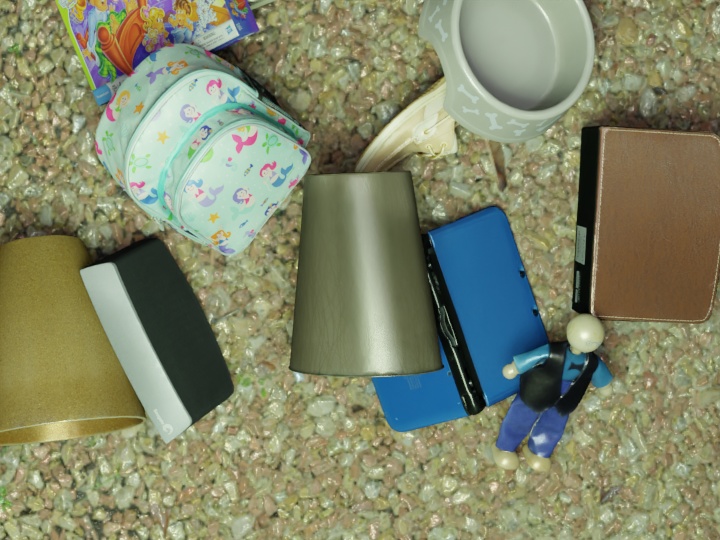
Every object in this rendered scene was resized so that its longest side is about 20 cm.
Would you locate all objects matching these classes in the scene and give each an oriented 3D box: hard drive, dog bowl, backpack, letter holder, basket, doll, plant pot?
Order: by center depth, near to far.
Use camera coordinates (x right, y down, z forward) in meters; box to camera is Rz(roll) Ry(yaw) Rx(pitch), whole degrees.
[{"bbox_3d":[-0.162,-0.124,1.510,0.178,0.151,0.199,-50,134,5],"label":"backpack"},{"bbox_3d":[0.000,0.000,1.529,0.179,0.135,0.203,0,94,40],"label":"basket"},{"bbox_3d":[0.159,-0.239,1.553,0.197,0.059,0.203,4,81,-24],"label":"dog bowl"},{"bbox_3d":[-0.329,0.072,1.565,0.184,0.186,0.203,-9,79,0],"label":"plant pot"},{"bbox_3d":[-0.209,0.068,1.572,0.042,0.135,0.202,-24,95,28],"label":"hard drive"},{"bbox_3d":[0.209,0.126,1.577,0.135,0.049,0.202,7,125,-19],"label":"doll"},{"bbox_3d":[0.308,-0.050,1.588,0.140,0.101,0.203,2,94,-3],"label":"letter holder"}]

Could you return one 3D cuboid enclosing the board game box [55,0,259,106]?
[{"bbox_3d":[-0.217,-0.273,1.548,0.198,0.045,0.136,-21,94,31],"label":"board game box"}]

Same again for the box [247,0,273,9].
[{"bbox_3d":[-0.087,-0.334,1.578,0.198,0.068,0.083,-22,94,2],"label":"box"}]

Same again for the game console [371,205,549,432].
[{"bbox_3d":[0.094,0.054,1.633,0.169,0.118,0.203,-17,94,32],"label":"game console"}]

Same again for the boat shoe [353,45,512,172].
[{"bbox_3d":[0.082,-0.155,1.590,0.199,0.074,0.069,-41,88,1],"label":"boat shoe"}]
